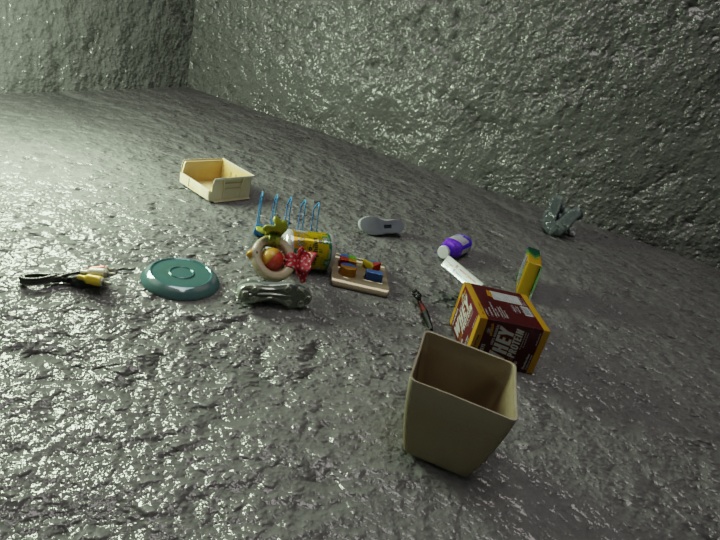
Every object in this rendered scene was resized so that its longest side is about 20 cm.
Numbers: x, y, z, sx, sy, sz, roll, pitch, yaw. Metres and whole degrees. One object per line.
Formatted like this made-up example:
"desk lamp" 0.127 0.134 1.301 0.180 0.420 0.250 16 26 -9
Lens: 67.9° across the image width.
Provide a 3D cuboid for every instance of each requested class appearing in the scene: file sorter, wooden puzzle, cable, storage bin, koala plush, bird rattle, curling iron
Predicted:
"file sorter" -0.235 -0.168 1.718 0.195 0.126 0.139 10 -6 -14
"wooden puzzle" 0.000 0.000 1.661 0.181 0.047 0.201 13 25 -7
"cable" -0.671 0.005 1.237 0.195 0.051 0.098 8 24 -20
"storage bin" -0.539 -0.341 1.998 0.198 0.096 0.197 31 28 30
"koala plush" 1.019 -0.251 2.718 0.177 0.186 0.199 40 11 27
"bird rattle" -0.227 -0.037 1.473 0.112 0.202 0.163 -18 21 51
"curling iron" 0.178 0.116 1.541 0.050 0.025 0.201 47 15 -28

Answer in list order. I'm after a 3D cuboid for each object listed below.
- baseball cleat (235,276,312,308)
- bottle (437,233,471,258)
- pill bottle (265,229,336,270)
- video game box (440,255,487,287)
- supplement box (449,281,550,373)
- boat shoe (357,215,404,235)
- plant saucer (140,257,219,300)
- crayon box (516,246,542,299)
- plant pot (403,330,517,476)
"baseball cleat" -0.227 0.047 1.397 0.196 0.071 0.107 9 18 -24
"bottle" 0.356 -0.089 2.041 0.082 0.067 0.199 26 27 25
"pill bottle" -0.181 -0.064 1.605 0.195 0.115 0.113 5 26 -23
"video game box" 0.359 0.056 1.653 0.199 0.047 0.182 38 4 -41
"supplement box" 0.371 0.153 1.456 0.195 0.135 0.198 12 25 -9
"boat shoe" 0.070 -0.173 2.062 0.196 0.073 0.069 -3 2 -28
"plant saucer" -0.461 0.014 1.376 0.195 0.028 0.201 14 24 -6
"crayon box" 0.600 0.009 1.907 0.050 0.128 0.200 18 24 8
"plant pot" 0.179 0.267 1.040 0.196 0.181 0.200 20 24 8
